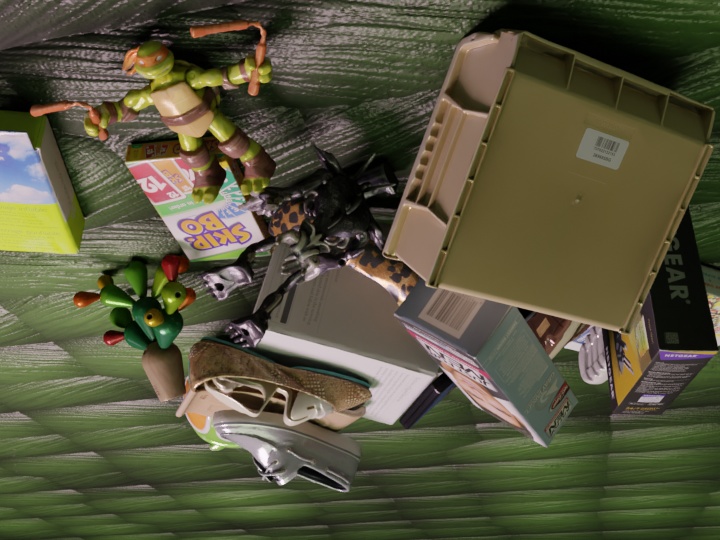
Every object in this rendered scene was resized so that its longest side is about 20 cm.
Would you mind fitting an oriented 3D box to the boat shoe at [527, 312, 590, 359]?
[{"bbox_3d":[0.247,0.066,0.976,0.075,0.075,0.202,-18,164,-16],"label":"boat shoe"}]

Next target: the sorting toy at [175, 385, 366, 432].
[{"bbox_3d":[-0.112,0.165,0.950,0.199,0.037,0.185,15,154,-15],"label":"sorting toy"}]

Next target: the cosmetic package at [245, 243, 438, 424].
[{"bbox_3d":[-0.023,0.073,0.899,0.199,0.123,0.199,17,152,-5],"label":"cosmetic package"}]

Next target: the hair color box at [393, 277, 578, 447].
[{"bbox_3d":[0.123,0.085,0.736,0.099,0.061,0.200,27,166,43],"label":"hair color box"}]

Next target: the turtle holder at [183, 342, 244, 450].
[{"bbox_3d":[-0.153,0.168,1.087,0.185,0.141,0.132,3,149,0],"label":"turtle holder"}]

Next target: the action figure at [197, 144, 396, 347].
[{"bbox_3d":[-0.058,-0.031,0.700,0.102,0.200,0.119,0,128,49],"label":"action figure"}]

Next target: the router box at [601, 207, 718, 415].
[{"bbox_3d":[0.276,0.020,0.759,0.052,0.200,0.157,1,150,2],"label":"router box"}]

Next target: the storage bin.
[{"bbox_3d":[0.152,-0.068,0.632,0.199,0.094,0.199,14,104,-21],"label":"storage bin"}]

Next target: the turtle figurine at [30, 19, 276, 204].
[{"bbox_3d":[-0.148,-0.127,0.642,0.199,0.065,0.161,-18,137,10],"label":"turtle figurine"}]

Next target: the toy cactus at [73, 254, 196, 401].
[{"bbox_3d":[-0.244,0.069,0.897,0.200,0.165,0.102,-20,177,42],"label":"toy cactus"}]

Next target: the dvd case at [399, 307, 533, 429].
[{"bbox_3d":[0.134,0.097,0.895,0.200,0.018,0.143,-36,166,-25],"label":"dvd case"}]

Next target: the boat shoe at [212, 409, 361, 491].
[{"bbox_3d":[-0.084,0.216,0.920,0.200,0.072,0.070,24,150,-29],"label":"boat shoe"}]

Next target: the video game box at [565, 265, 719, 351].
[{"bbox_3d":[0.382,0.060,0.986,0.182,0.047,0.200,12,149,-22],"label":"video game box"}]

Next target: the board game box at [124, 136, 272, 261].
[{"bbox_3d":[-0.155,-0.063,0.801,0.095,0.030,0.200,-4,152,8],"label":"board game box"}]

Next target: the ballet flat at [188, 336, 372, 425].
[{"bbox_3d":[-0.088,0.129,0.830,0.199,0.065,0.071,15,152,-3],"label":"ballet flat"}]

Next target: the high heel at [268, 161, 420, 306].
[{"bbox_3d":[0.000,0.000,0.798,0.142,0.071,0.200,-18,108,22],"label":"high heel"}]

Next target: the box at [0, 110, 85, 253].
[{"bbox_3d":[-0.343,-0.086,0.739,0.122,0.048,0.200,3,150,-6],"label":"box"}]

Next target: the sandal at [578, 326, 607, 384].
[{"bbox_3d":[0.313,0.062,0.888,0.050,0.083,0.203,10,145,-13],"label":"sandal"}]
